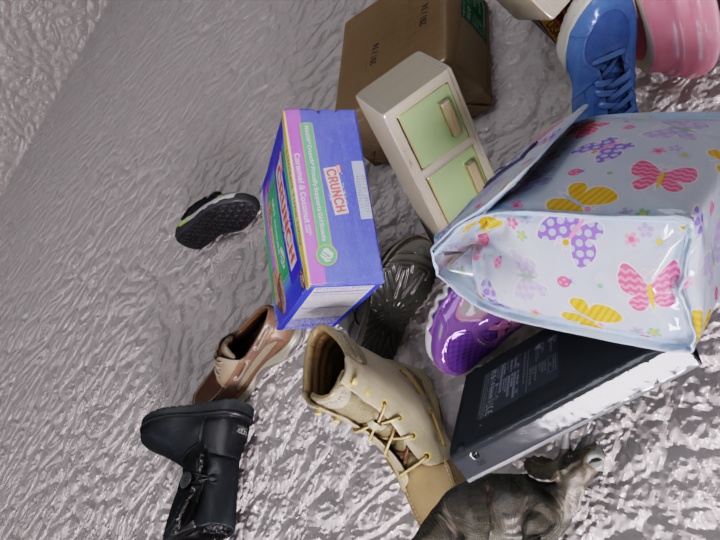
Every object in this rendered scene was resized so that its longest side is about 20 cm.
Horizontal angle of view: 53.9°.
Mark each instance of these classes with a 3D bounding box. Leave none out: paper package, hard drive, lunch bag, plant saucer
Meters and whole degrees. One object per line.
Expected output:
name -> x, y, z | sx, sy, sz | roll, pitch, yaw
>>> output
paper package -> 0.069, -0.270, 0.924 | 0.190, 0.103, 0.201 | -22, 49, 35
hard drive -> 0.168, 0.081, 0.579 | 0.200, 0.033, 0.140 | -36, 8, 25
lunch bag -> 0.168, -0.044, 0.532 | 0.199, 0.128, 0.169 | 9, 37, 39
plant saucer -> 0.251, -0.260, 0.641 | 0.051, 0.201, 0.201 | -26, 46, 12

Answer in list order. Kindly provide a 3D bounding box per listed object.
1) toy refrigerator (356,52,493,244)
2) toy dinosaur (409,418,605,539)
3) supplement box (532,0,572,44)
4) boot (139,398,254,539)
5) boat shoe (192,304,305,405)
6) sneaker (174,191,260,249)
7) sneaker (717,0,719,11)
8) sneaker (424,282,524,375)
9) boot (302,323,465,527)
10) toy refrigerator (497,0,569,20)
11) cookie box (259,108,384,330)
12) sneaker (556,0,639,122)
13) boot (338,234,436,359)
toy refrigerator -> 0.080, -0.103, 0.699 | 0.076, 0.201, 0.070 | -35, 38, -4
toy dinosaur -> 0.113, 0.202, 0.570 | 0.199, 0.077, 0.103 | -23, 43, 18
supplement box -> 0.266, -0.359, 0.789 | 0.200, 0.085, 0.111 | -41, 41, 19
boot -> -0.223, 0.259, 0.890 | 0.199, 0.076, 0.169 | -17, 49, 32
boat shoe -> -0.160, 0.113, 0.927 | 0.200, 0.072, 0.076 | -45, 40, 15
sneaker -> -0.239, -0.103, 1.161 | 0.199, 0.072, 0.083 | -19, 50, 38
sneaker -> 0.382, -0.302, 0.650 | 0.199, 0.076, 0.116 | -21, 44, 23
sneaker -> 0.143, 0.024, 0.651 | 0.200, 0.080, 0.089 | -48, 33, 7
boot -> 0.024, 0.146, 0.642 | 0.073, 0.155, 0.201 | -39, 42, 21
toy refrigerator -> 0.165, -0.281, 0.656 | 0.076, 0.070, 0.200 | -48, 10, 17
cookie box -> -0.048, -0.042, 0.721 | 0.200, 0.075, 0.173 | 132, 131, -68
sneaker -> 0.223, -0.139, 0.612 | 0.076, 0.201, 0.112 | -18, 48, -7
boot -> -0.001, -0.001, 0.825 | 0.183, 0.072, 0.200 | -62, 30, 21
